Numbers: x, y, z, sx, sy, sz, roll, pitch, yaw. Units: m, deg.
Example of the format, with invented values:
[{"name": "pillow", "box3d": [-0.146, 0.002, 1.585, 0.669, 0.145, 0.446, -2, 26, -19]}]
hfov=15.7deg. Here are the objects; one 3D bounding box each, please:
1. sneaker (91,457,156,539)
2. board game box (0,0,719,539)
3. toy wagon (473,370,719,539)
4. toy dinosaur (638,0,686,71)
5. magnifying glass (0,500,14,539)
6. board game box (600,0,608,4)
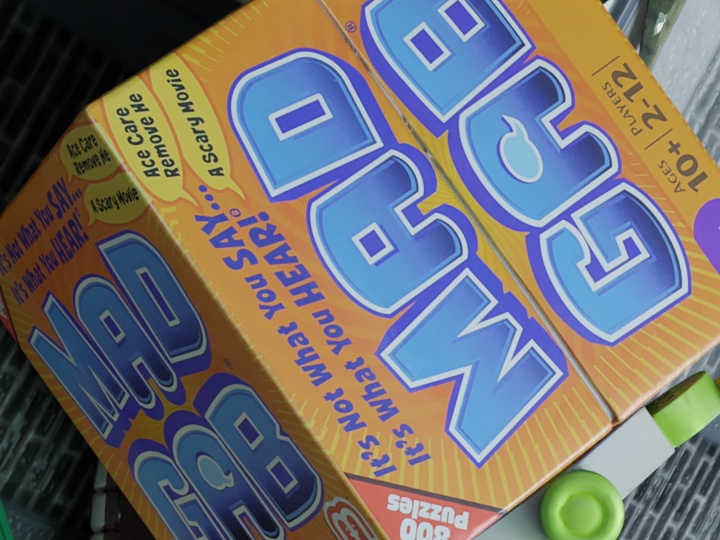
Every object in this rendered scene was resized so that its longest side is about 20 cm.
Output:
[{"name": "sneaker", "box3d": [-0.062, 0.134, 1.113, 0.076, 0.115, 0.201, 20, 84, -53]}, {"name": "board game box", "box3d": [0.000, 0.000, 1.017, 0.200, 0.200, 0.200, -36, 89, -26]}, {"name": "toy wagon", "box3d": [0.075, 0.094, 1.060, 0.200, 0.155, 0.040, -37, 90, 2]}, {"name": "toy dinosaur", "box3d": [0.182, -0.173, 1.277, 0.088, 0.047, 0.201, 5, 107, -29]}, {"name": "magnifying glass", "box3d": [-0.160, 0.137, 1.120, 0.080, 0.022, 0.200, -53, 134, -11]}, {"name": "board game box", "box3d": [0.035, -0.212, 0.998, 0.057, 0.165, 0.200, -38, 147, -10]}]
